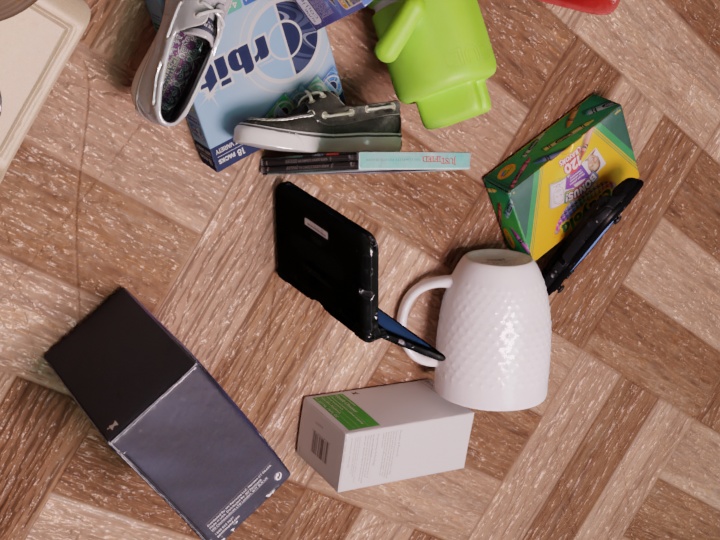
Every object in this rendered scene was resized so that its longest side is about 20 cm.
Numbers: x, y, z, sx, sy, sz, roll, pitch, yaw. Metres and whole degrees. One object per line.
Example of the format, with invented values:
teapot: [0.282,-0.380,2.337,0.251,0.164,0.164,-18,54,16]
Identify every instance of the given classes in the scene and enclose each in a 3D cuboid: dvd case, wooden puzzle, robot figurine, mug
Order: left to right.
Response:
wooden puzzle: [-0.368,-0.202,1.143,0.184,0.037,0.202,28,89,-40]
dvd case: [0.002,-0.115,1.339,0.145,0.199,0.022,-4,95,-34]
robot figurine: [0.077,-0.258,1.350,0.175,0.115,0.202,-26,98,-67]
mug: [0.144,0.068,1.574,0.197,0.148,0.178,1,105,-3]

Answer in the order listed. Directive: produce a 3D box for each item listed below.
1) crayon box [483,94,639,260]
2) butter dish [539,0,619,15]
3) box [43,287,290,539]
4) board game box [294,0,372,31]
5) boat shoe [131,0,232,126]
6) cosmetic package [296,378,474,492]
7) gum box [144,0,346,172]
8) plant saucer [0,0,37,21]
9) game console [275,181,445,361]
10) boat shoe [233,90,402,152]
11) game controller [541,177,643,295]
crayon box: [0.262,-0.120,1.608,0.199,0.058,0.119,-38,128,-15]
butter dish: [0.292,-0.395,1.442,0.198,0.148,0.202,4,109,-35]
box: [-0.203,0.153,1.315,0.123,0.200,0.199,-43,129,-10]
board game box: [-0.067,-0.329,1.181,0.034,0.135,0.201,-41,105,-17]
boat shoe: [-0.161,-0.233,1.192,0.072,0.068,0.201,25,97,-39]
cosmetic package: [0.032,0.205,1.568,0.198,0.107,0.086,-6,114,-35]
gum box: [-0.117,-0.230,1.298,0.169,0.044,0.202,-31,125,-20]
plant saucer: [-0.332,-0.307,1.033,0.029,0.198,0.202,-41,148,-72]
game console: [0.000,0.000,1.387,0.115,0.200,0.178,-15,119,-29]
boat shoe: [-0.044,-0.158,1.316,0.198,0.070,0.065,-3,99,-33]
game controller: [0.300,-0.043,1.616,0.104,0.042,0.200,-32,163,-34]
